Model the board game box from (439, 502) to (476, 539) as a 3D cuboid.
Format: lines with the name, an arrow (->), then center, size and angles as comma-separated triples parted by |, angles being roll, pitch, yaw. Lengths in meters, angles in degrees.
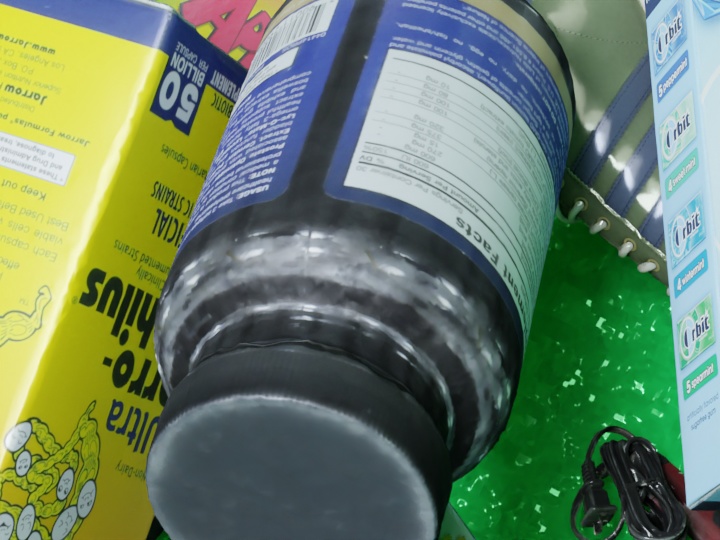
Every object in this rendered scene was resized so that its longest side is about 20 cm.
board game box -> 0.020, 0.161, 0.692 | 0.104, 0.103, 0.200 | -26, 39, -8

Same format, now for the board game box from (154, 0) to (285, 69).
board game box -> -0.074, -0.036, 0.880 | 0.200, 0.048, 0.102 | -36, 65, 11

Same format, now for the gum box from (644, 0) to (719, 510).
gum box -> 0.185, -0.021, 0.770 | 0.169, 0.045, 0.201 | 3, 69, -14

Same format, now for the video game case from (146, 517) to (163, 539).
video game case -> -0.177, 0.090, 0.926 | 0.181, 0.025, 0.200 | 40, 90, 27

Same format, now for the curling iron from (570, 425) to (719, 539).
curling iron -> 0.144, 0.128, 0.788 | 0.049, 0.026, 0.200 | -29, 62, -32

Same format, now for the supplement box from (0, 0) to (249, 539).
supplement box -> -0.118, 0.008, 0.799 | 0.109, 0.109, 0.201 | 17, 84, 26

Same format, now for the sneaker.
sneaker -> 0.093, -0.036, 0.827 | 0.089, 0.067, 0.201 | -22, 81, 6

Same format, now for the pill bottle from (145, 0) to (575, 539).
pill bottle -> 0.000, 0.000, 0.718 | 0.111, 0.112, 0.201 | -4, 40, 19
